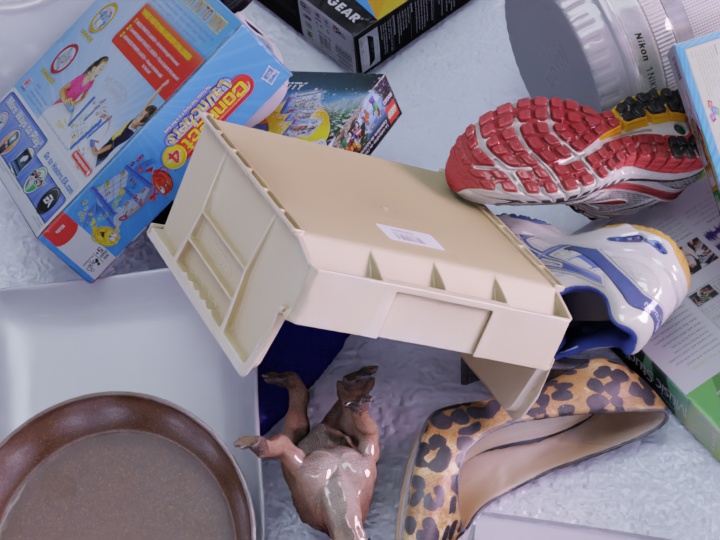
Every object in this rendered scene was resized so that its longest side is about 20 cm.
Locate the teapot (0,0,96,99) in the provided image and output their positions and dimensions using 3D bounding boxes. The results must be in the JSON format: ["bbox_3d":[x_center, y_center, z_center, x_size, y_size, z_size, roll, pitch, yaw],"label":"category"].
[{"bbox_3d":[-0.252,-0.217,1.460,0.195,0.147,0.201,0,51,7],"label":"teapot"}]

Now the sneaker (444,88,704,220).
[{"bbox_3d":[0.148,-0.064,1.264,0.198,0.082,0.078,-4,55,-22],"label":"sneaker"}]

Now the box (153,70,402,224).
[{"bbox_3d":[-0.086,-0.088,1.358,0.199,0.038,0.137,6,46,38],"label":"box"}]

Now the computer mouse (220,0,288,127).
[{"bbox_3d":[-0.098,-0.147,1.370,0.109,0.044,0.200,-38,35,3],"label":"computer mouse"}]

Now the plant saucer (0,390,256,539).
[{"bbox_3d":[-0.157,0.176,1.174,0.198,0.035,0.202,-4,68,10],"label":"plant saucer"}]

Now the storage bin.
[{"bbox_3d":[0.000,0.000,1.171,0.198,0.094,0.199,12,23,-31],"label":"storage bin"}]

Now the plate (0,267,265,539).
[{"bbox_3d":[-0.157,0.100,1.239,0.197,0.032,0.202,-7,68,10],"label":"plate"}]

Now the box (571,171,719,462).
[{"bbox_3d":[0.238,0.022,1.281,0.144,0.037,0.200,-30,53,-16],"label":"box"}]

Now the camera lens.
[{"bbox_3d":[0.224,-0.185,1.364,0.198,0.161,0.160,-24,53,-12],"label":"camera lens"}]

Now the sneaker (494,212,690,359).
[{"bbox_3d":[0.113,0.015,1.238,0.199,0.076,0.088,-3,35,39],"label":"sneaker"}]

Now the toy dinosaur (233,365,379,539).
[{"bbox_3d":[-0.019,0.140,1.184,0.085,0.137,0.200,-10,18,6],"label":"toy dinosaur"}]

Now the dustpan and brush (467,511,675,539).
[{"bbox_3d":[0.124,0.248,1.112,0.138,0.058,0.201,9,47,-3],"label":"dustpan and brush"}]

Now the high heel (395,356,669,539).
[{"bbox_3d":[0.108,0.127,1.190,0.141,0.072,0.201,12,49,18],"label":"high heel"}]

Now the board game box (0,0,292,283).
[{"bbox_3d":[-0.165,-0.116,1.317,0.196,0.056,0.200,-45,35,2],"label":"board game box"}]

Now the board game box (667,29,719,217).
[{"bbox_3d":[0.294,-0.069,1.226,0.133,0.034,0.202,-17,86,1],"label":"board game box"}]

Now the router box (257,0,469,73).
[{"bbox_3d":[-0.013,-0.257,1.519,0.149,0.051,0.200,-36,56,-22],"label":"router box"}]

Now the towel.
[{"bbox_3d":[-0.068,0.013,1.317,0.147,0.050,0.200,27,60,26],"label":"towel"}]
